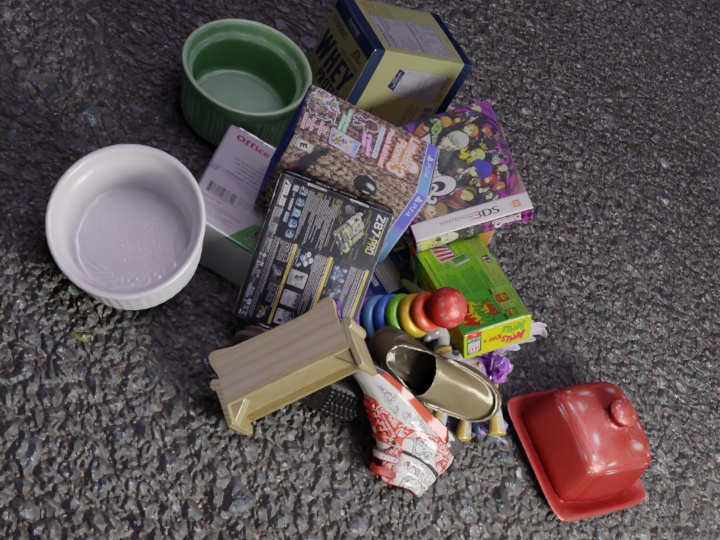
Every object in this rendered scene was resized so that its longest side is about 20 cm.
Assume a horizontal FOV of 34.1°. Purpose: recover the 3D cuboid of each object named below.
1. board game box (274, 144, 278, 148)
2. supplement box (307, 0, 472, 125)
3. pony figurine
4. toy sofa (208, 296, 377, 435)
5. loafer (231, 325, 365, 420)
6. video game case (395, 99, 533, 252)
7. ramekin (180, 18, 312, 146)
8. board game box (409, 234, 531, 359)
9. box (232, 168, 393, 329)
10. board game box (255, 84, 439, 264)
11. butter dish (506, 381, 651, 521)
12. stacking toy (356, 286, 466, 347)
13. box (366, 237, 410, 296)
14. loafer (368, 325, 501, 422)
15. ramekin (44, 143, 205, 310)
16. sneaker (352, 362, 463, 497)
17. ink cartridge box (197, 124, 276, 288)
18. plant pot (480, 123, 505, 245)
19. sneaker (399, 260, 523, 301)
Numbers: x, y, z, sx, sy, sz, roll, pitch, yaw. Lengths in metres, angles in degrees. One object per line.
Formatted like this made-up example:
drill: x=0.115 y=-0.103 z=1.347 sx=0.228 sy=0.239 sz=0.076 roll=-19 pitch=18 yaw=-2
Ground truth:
board game box: x=-0.076 y=-0.180 z=1.840 sx=0.197 sy=0.023 sz=0.106 roll=15 pitch=51 yaw=-23
supplement box: x=0.030 y=-0.301 z=1.859 sx=0.197 sy=0.201 sz=0.135 roll=2 pitch=45 yaw=-37
pony figurine: x=0.155 y=0.136 z=1.670 sx=0.190 sy=0.167 sz=0.204 roll=5 pitch=68 yaw=-20
toy sofa: x=-0.086 y=0.119 z=1.471 sx=0.099 sy=0.198 sz=0.083 roll=66 pitch=7 yaw=20
loafer: x=-0.082 y=0.131 z=1.565 sx=0.198 sy=0.073 sz=0.071 roll=31 pitch=33 yaw=-14
video game case: x=0.135 y=-0.140 z=1.710 sx=0.178 sy=0.036 sz=0.203 roll=-15 pitch=62 yaw=-5
ramekin: x=-0.179 y=-0.274 z=1.770 sx=0.196 sy=0.098 sz=0.202 roll=10 pitch=51 yaw=-12
board game box: x=0.151 y=0.027 z=1.641 sx=0.100 sy=0.048 sz=0.201 roll=-16 pitch=44 yaw=-12
box: x=-0.062 y=-0.011 z=1.540 sx=0.159 sy=0.203 sz=0.049 roll=19 pitch=11 yaw=-3
board game box: x=-0.019 y=-0.127 z=1.591 sx=0.197 sy=0.160 sz=0.098 roll=25 pitch=48 yaw=-10
butter dish: x=0.342 y=0.235 z=1.698 sx=0.197 sy=0.148 sz=0.202 roll=-3 pitch=57 yaw=-34
stacking toy: x=0.064 y=0.063 z=1.596 sx=0.085 sy=0.198 sz=0.087 roll=16 pitch=68 yaw=-44
box: x=0.000 y=0.000 z=1.739 sx=0.198 sy=0.032 sz=0.122 roll=-20 pitch=68 yaw=-41
loafer: x=0.098 y=0.146 z=1.547 sx=0.198 sy=0.077 sz=0.068 roll=27 pitch=12 yaw=-8
ramekin: x=-0.291 y=-0.048 z=1.489 sx=0.197 sy=0.098 sz=0.204 roll=1 pitch=72 yaw=-2
sneaker: x=0.037 y=0.209 z=1.530 sx=0.201 sy=0.067 sz=0.108 roll=43 pitch=81 yaw=-20
ink cartridge box: x=-0.167 y=-0.089 z=1.661 sx=0.144 sy=0.088 sz=0.202 roll=30 pitch=47 yaw=-10
plant pot: x=0.113 y=-0.143 z=1.829 sx=0.180 sy=0.202 sz=0.203 roll=7 pitch=51 yaw=-10
sneaker: x=0.142 y=0.049 z=1.754 sx=0.197 sy=0.091 sz=0.079 roll=23 pitch=50 yaw=-13
